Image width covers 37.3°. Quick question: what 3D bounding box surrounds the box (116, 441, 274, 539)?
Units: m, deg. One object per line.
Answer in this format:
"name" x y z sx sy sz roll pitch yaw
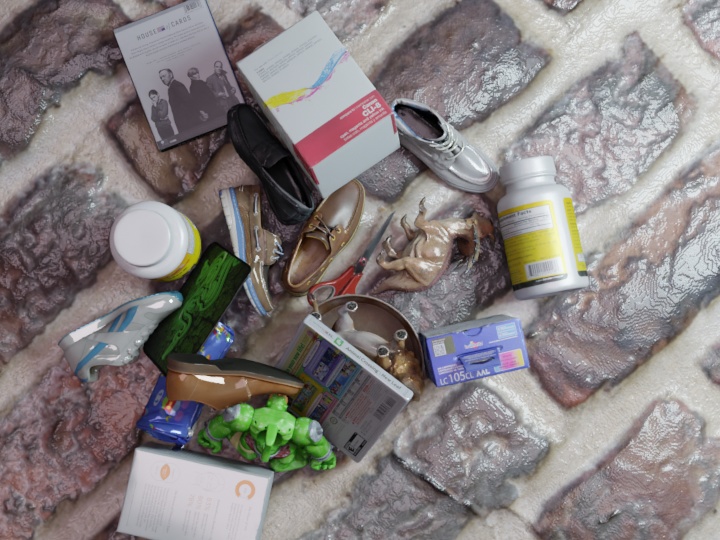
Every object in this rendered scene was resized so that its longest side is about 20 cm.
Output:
"box" -0.237 0.335 1.561 0.200 0.097 0.124 13 87 1

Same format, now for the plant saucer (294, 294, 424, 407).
"plant saucer" -0.003 0.130 1.579 0.200 0.034 0.200 2 101 11

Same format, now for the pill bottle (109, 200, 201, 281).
"pill bottle" -0.293 -0.040 1.524 0.109 0.200 0.109 0 88 0

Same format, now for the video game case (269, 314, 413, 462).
"video game case" -0.036 0.173 1.526 0.182 0.200 0.022 37 49 5

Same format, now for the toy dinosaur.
"toy dinosaur" 0.106 -0.021 1.588 0.136 0.086 0.200 38 94 -6

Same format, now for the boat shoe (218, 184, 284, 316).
"boat shoe" -0.153 -0.034 1.589 0.072 0.072 0.200 -16 88 -2

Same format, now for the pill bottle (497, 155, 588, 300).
"pill bottle" 0.263 -0.062 1.571 0.111 0.111 0.200 -10 84 -1

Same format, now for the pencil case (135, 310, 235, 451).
"pencil case" -0.251 0.160 1.558 0.087 0.078 0.200 18 74 20

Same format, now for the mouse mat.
"mouse mat" -0.241 0.058 1.554 0.008 0.161 0.200 36 87 -33

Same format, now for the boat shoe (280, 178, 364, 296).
"boat shoe" -0.053 -0.050 1.592 0.072 0.068 0.200 31 88 1

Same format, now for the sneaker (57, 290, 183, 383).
"sneaker" -0.345 0.094 1.584 0.200 0.077 0.081 -29 86 8

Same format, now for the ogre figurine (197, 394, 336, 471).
"ogre figurine" -0.129 0.240 1.547 0.200 0.120 0.098 29 55 6

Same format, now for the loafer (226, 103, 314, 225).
"loafer" -0.129 -0.163 1.581 0.068 0.070 0.201 -29 90 -40

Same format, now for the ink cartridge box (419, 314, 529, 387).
"ink cartridge box" 0.159 0.113 1.520 0.136 0.200 0.076 -13 88 0

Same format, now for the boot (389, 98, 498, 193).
"boot" 0.121 -0.184 1.584 0.200 0.096 0.074 32 88 1

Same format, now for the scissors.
"scissors" 0.000 0.000 1.612 0.200 0.014 0.073 -45 113 -9

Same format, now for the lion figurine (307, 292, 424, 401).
"lion figurine" 0.008 0.110 1.519 0.200 0.123 0.072 35 68 20

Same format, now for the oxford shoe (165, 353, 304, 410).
"oxford shoe" -0.176 0.161 1.488 0.200 0.071 0.071 8 97 -22

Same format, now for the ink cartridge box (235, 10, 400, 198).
"ink cartridge box" -0.059 -0.239 1.543 0.145 0.145 0.200 -35 76 -2

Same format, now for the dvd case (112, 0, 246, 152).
"dvd case" -0.271 -0.299 1.623 0.150 0.025 0.200 -21 87 -1
